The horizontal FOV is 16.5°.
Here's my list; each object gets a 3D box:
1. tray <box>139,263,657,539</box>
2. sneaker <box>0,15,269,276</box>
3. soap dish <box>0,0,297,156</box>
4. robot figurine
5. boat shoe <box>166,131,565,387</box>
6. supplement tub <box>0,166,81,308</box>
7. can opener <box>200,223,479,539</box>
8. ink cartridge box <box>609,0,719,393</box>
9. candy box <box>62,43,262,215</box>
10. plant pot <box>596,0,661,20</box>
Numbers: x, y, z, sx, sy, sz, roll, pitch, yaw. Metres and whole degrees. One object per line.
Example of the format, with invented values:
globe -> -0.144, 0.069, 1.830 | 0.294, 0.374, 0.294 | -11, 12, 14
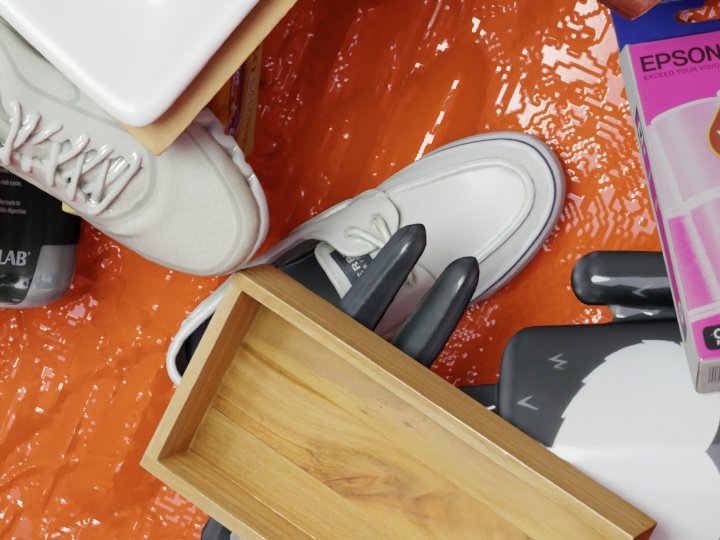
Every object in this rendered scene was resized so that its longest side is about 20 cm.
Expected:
tray -> 0.013, 0.092, 1.029 | 0.200, 0.037, 0.099 | 34, 109, 19
sneaker -> -0.126, -0.059, 0.999 | 0.200, 0.081, 0.075 | 38, 114, -9
soap dish -> -0.098, -0.168, 0.950 | 0.200, 0.081, 0.157 | 43, 115, -1
robot figurine -> 0.126, 0.082, 1.072 | 0.199, 0.125, 0.151 | -2, 121, 9
boat shoe -> 0.000, 0.000, 1.119 | 0.199, 0.066, 0.072 | -25, 90, 11
supplement tub -> -0.178, -0.090, 1.114 | 0.122, 0.123, 0.201 | 8, 95, 9
can opener -> -0.013, 0.061, 1.090 | 0.063, 0.079, 0.200 | 22, 121, -8
ink cartridge box -> 0.168, -0.049, 1.049 | 0.094, 0.037, 0.201 | -9, 60, 0
candy box -> -0.078, -0.131, 1.069 | 0.056, 0.117, 0.201 | 13, 113, 11
plant pot -> 0.107, -0.219, 1.028 | 0.200, 0.200, 0.176 | -39, 98, 10
